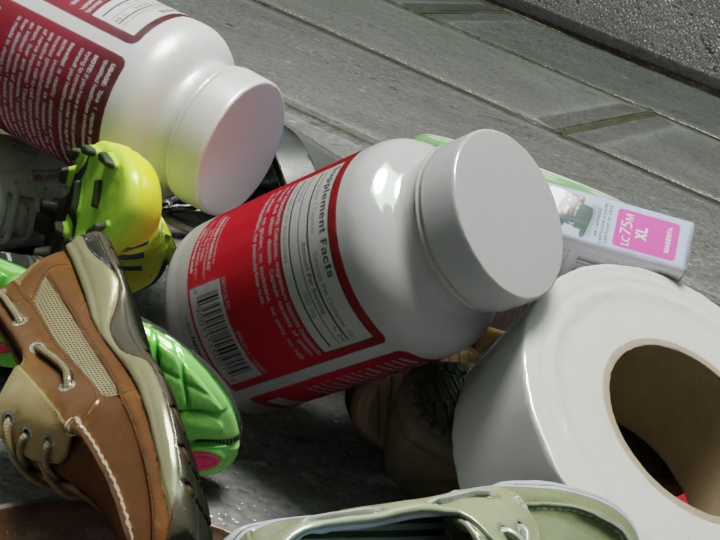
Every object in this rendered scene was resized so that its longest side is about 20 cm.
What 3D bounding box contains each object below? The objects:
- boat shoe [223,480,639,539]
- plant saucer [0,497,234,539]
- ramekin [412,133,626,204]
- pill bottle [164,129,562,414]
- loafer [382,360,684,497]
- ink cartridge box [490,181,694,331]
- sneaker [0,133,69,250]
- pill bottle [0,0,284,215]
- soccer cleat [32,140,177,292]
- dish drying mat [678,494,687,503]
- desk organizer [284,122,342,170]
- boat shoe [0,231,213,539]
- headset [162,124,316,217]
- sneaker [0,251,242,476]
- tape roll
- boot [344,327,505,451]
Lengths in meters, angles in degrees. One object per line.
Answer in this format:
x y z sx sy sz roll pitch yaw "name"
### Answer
0.038 0.121 0.574 0.198 0.073 0.062 -1 -12 -30 "boat shoe"
-0.080 0.153 0.548 0.198 0.035 0.201 17 18 -5 "plant saucer"
0.104 -0.023 1.046 0.198 0.099 0.200 20 2 -1 "ramekin"
0.000 0.000 0.755 0.199 0.114 0.112 -20 -10 39 "pill bottle"
0.094 0.096 0.807 0.198 0.067 0.077 15 49 -27 "loafer"
0.079 -0.010 0.843 0.197 0.120 0.042 14 60 3 "ink cartridge box"
-0.208 -0.051 0.932 0.099 0.076 0.200 21 18 9 "sneaker"
-0.149 -0.112 0.885 0.199 0.114 0.113 28 20 22 "pill bottle"
-0.134 -0.025 0.829 0.083 0.066 0.200 11 -14 -20 "soccer cleat"
0.215 0.154 0.864 0.076 0.018 0.200 8 22 -27 "dish drying mat"
-0.093 -0.074 1.108 0.199 0.077 0.072 31 49 -12 "desk organizer"
-0.116 0.064 0.622 0.073 0.076 0.201 -20 39 -10 "boat shoe"
-0.086 -0.035 0.963 0.093 0.125 0.200 -7 12 -25 "headset"
-0.132 0.036 0.761 0.199 0.078 0.083 30 25 27 "sneaker"
0.148 0.098 0.738 0.200 0.071 0.204 20 44 -20 "tape roll"
0.017 0.056 0.906 0.165 0.073 0.199 18 15 39 "boot"
